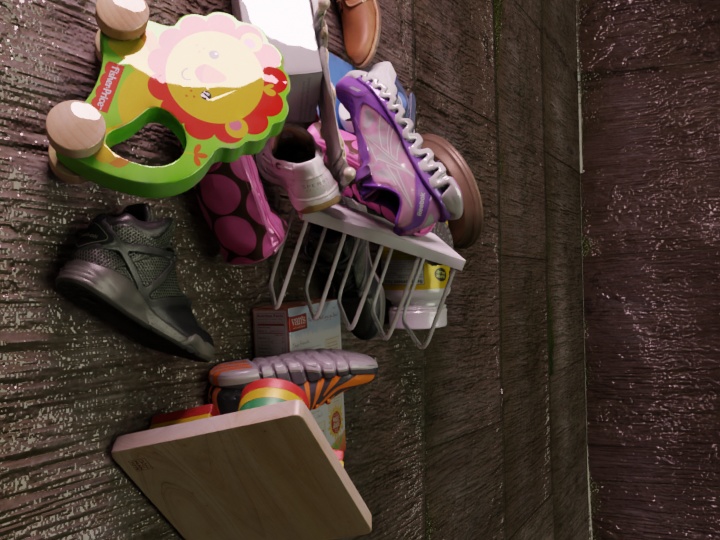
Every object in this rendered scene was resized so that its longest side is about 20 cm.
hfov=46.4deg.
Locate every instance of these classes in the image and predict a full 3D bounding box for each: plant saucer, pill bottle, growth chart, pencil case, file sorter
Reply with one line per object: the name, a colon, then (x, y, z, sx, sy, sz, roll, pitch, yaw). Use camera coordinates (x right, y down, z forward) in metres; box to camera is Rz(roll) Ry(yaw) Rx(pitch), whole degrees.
plant saucer: (0.130, -0.126, 1.393, 0.029, 0.199, 0.203, -25, 116, -23)
pill bottle: (0.088, -0.012, 1.347, 0.114, 0.112, 0.204, -8, 96, -64)
growth chart: (-0.035, -0.181, 0.922, 0.145, 0.017, 0.204, -156, -123, -80)
pencil case: (-0.137, -0.105, 0.891, 0.091, 0.092, 0.203, -54, 136, -44)
file sorter: (0.000, 0.000, 1.011, 0.139, 0.196, 0.127, -123, -130, -72)
pencil case: (0.008, -0.117, 1.021, 0.093, 0.198, 0.092, 5, 109, -54)

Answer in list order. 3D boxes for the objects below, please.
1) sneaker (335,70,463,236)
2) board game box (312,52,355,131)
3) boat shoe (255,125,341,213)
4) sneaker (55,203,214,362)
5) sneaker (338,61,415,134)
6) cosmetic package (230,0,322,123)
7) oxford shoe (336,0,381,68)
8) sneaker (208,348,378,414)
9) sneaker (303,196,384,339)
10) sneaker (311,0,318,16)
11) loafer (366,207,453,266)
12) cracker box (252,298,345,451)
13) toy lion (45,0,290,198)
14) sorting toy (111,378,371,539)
sneaker: (0.024, -0.120, 0.899, 0.202, 0.088, 0.081, 56, -5, 11)
board game box: (-0.038, -0.217, 1.187, 0.199, 0.038, 0.161, -5, 89, -70)
boat shoe: (-0.076, -0.134, 0.954, 0.070, 0.200, 0.070, -23, 122, -14)
sneaker: (-0.192, 0.011, 0.805, 0.200, 0.075, 0.116, 47, 54, -46)
sneaker: (0.036, -0.198, 1.203, 0.201, 0.079, 0.148, -74, 146, -56)
cosmetic package: (-0.098, -0.273, 0.919, 0.113, 0.079, 0.204, 116, -36, -73)
oxford shoe: (-0.016, -0.396, 1.224, 0.071, 0.071, 0.204, 1, 81, -46)
sneaker: (-0.074, 0.155, 0.961, 0.077, 0.196, 0.115, -155, -119, -74)
sneaker: (-0.025, 0.002, 1.141, 0.114, 0.075, 0.204, -22, 105, -61)
sneaker: (-0.071, -0.357, 1.082, 0.084, 0.072, 0.204, -13, 98, -61)
loafer: (0.059, -0.069, 1.250, 0.199, 0.069, 0.076, 36, 49, -25)
cracker box: (-0.075, 0.142, 1.061, 0.133, 0.057, 0.205, -6, 94, -63)
toy lion: (-0.161, -0.153, 0.759, 0.069, 0.188, 0.203, 129, -23, -62)
sorting toy: (-0.109, 0.196, 0.844, 0.070, 0.195, 0.202, -86, 158, -48)
